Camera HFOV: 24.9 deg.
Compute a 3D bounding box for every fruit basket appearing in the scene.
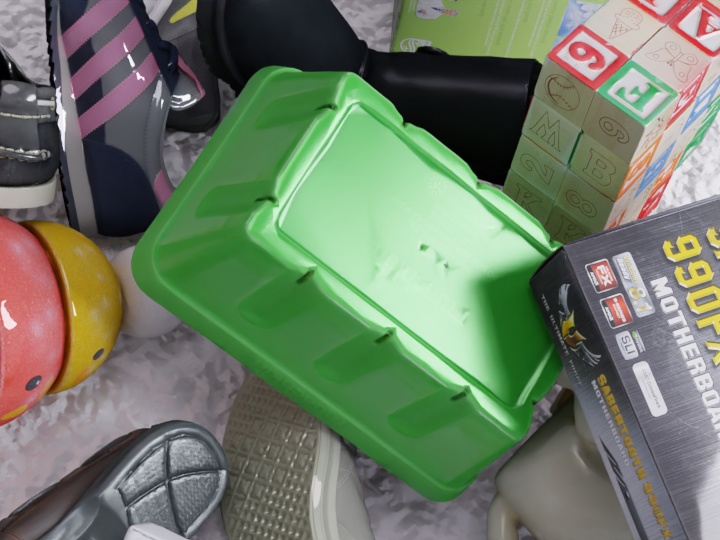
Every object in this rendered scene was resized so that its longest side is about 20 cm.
[{"bbox_3d":[0.000,0.000,0.801,0.215,0.216,0.156,29,70,10],"label":"fruit basket"}]

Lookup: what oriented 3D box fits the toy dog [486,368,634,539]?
[{"bbox_3d":[0.176,0.110,0.781,0.200,0.140,0.194,33,72,12],"label":"toy dog"}]

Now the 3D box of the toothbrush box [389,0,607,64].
[{"bbox_3d":[0.125,-0.196,0.992,0.199,0.086,0.146,7,57,-3],"label":"toothbrush box"}]

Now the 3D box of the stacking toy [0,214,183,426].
[{"bbox_3d":[-0.168,0.019,0.805,0.199,0.146,0.147,-11,59,-32],"label":"stacking toy"}]

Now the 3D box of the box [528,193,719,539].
[{"bbox_3d":[0.183,0.065,0.705,0.158,0.048,0.201,-16,76,-19],"label":"box"}]

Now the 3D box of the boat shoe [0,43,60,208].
[{"bbox_3d":[-0.197,-0.096,0.851,0.071,0.068,0.200,-6,25,-22],"label":"boat shoe"}]

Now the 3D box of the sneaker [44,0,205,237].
[{"bbox_3d":[-0.126,-0.118,0.869,0.082,0.201,0.070,-5,15,-11],"label":"sneaker"}]

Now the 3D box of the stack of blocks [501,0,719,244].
[{"bbox_3d":[0.128,-0.060,0.839,0.058,0.200,0.115,38,59,16],"label":"stack of blocks"}]

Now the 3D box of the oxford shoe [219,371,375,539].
[{"bbox_3d":[-0.022,0.128,0.788,0.058,0.075,0.201,27,35,-42],"label":"oxford shoe"}]

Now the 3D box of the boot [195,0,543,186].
[{"bbox_3d":[0.015,-0.110,0.846,0.167,0.200,0.077,9,71,12],"label":"boot"}]

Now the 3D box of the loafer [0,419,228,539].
[{"bbox_3d":[-0.149,0.142,0.763,0.200,0.063,0.072,-38,112,-26],"label":"loafer"}]

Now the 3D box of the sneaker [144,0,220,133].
[{"bbox_3d":[-0.077,-0.168,0.941,0.084,0.074,0.201,30,84,-4],"label":"sneaker"}]

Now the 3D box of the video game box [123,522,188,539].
[{"bbox_3d":[-0.043,0.229,0.681,0.199,0.047,0.183,23,87,7],"label":"video game box"}]
